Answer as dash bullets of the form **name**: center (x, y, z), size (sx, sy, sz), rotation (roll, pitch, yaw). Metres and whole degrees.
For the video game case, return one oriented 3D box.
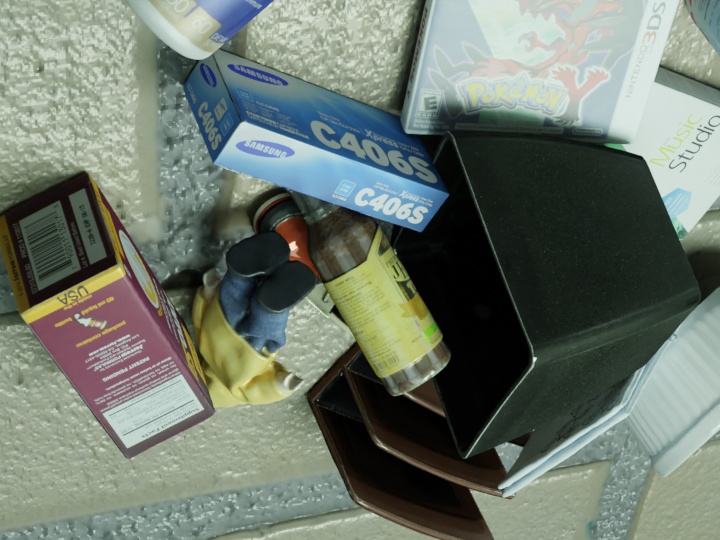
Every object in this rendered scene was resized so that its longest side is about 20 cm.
- **video game case**: center (0.142, -0.181, 1.289), size (0.197, 0.023, 0.184), rotation (2, 128, -14)

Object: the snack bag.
- **snack bag**: center (0.217, 0.103, 1.506), size (0.021, 0.200, 0.189), rotation (43, 137, -2)

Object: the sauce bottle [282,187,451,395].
- **sauce bottle**: center (0.000, 0.000, 1.325), size (0.064, 0.065, 0.201), rotation (-29, 99, 5)

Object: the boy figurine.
- **boy figurine**: center (-0.092, 0.060, 1.381), size (0.064, 0.124, 0.201), rotation (-32, 158, -33)

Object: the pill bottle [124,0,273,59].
- **pill bottle**: center (-0.069, -0.242, 1.092), size (0.199, 0.116, 0.116), rotation (-39, 136, 13)

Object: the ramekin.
- **ramekin**: center (0.324, 0.093, 1.564), size (0.202, 0.094, 0.203), rotation (-42, 170, -9)

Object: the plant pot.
- **plant pot**: center (0.154, 0.009, 1.346), size (0.175, 0.202, 0.200), rotation (-10, 155, -18)

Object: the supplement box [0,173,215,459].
- **supplement box**: center (-0.197, 0.039, 1.309), size (0.085, 0.111, 0.201), rotation (-26, 138, 0)

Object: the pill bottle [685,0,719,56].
- **pill bottle**: center (0.339, -0.175, 1.286), size (0.107, 0.201, 0.110), rotation (-13, 137, -13)

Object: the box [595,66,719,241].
- **box**: center (0.240, -0.103, 1.430), size (0.198, 0.037, 0.145), rotation (15, 124, -33)

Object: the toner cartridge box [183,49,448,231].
- **toner cartridge box**: center (-0.032, -0.098, 1.266), size (0.198, 0.095, 0.043), rotation (16, 123, -37)

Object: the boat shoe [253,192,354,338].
- **boat shoe**: center (-0.018, 0.007, 1.398), size (0.071, 0.063, 0.200), rotation (-33, 135, 11)

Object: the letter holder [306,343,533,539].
- **letter holder**: center (0.070, 0.162, 1.530), size (0.199, 0.143, 0.101), rotation (25, 118, -40)
